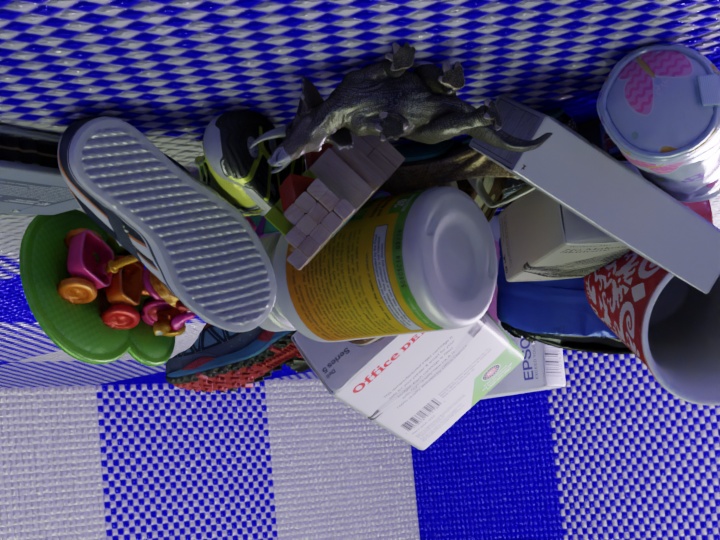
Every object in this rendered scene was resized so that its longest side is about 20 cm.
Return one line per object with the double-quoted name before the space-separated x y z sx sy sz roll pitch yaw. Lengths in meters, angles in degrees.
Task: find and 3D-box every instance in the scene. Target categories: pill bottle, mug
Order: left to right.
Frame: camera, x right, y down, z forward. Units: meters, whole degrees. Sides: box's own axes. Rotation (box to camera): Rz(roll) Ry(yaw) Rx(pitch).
"pill bottle" 0.000 0.000 1.200 0.200 0.111 0.111 -8 172 39
"mug" 0.284 0.006 1.299 0.133 0.178 0.200 16 -172 -12

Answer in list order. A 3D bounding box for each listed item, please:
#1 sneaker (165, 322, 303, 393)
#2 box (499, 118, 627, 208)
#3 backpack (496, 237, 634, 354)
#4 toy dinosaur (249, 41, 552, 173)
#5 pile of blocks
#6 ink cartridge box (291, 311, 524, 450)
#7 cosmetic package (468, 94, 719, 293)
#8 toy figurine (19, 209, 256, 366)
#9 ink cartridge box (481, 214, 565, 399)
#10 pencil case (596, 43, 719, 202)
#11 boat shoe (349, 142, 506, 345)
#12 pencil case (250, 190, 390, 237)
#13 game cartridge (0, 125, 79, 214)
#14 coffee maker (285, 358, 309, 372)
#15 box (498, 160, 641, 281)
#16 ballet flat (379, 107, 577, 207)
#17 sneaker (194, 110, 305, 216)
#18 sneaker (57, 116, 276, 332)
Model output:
"sneaker" -0.108 0.055 1.463 0.200 0.096 0.079 -25 153 20
"box" 0.197 -0.091 1.307 0.136 0.038 0.200 1 169 -41
"backpack" 0.235 -0.002 1.483 0.200 0.168 0.163 -2 -178 -10
"toy dinosaur" 0.033 -0.112 1.002 0.200 0.077 0.102 -7 -175 -23
"pile of blocks" -0.030 -0.060 1.093 0.082 0.062 0.200 -47 -179 24
"ink cartridge box" 0.049 0.074 1.422 0.145 0.084 0.200 -42 146 6
"cosmetic package" 0.183 -0.057 1.111 0.200 0.051 0.083 29 -172 -26
"toy figurine" -0.167 -0.003 1.319 0.184 0.150 0.200 -21 139 29
"ink cartridge box" 0.133 0.044 1.650 0.043 0.197 0.200 5 166 -45
"pencil case" 0.234 -0.103 1.082 0.091 0.083 0.200 6 176 22
"boat shoe" 0.059 -0.015 1.285 0.202 0.075 0.075 -51 151 15
"pencil case" -0.060 -0.034 1.372 0.200 0.085 0.092 -11 -170 33
"game cartridge" -0.276 -0.074 1.125 0.133 0.041 0.200 -15 168 34
"coffee maker" 0.011 0.032 1.565 0.200 0.135 0.192 -20 -157 17
"box" 0.182 -0.039 1.281 0.082 0.069 0.200 -4 172 -8
"ballet flat" 0.082 -0.078 1.191 0.200 0.065 0.070 -9 -165 33
"sneaker" -0.092 -0.071 1.133 0.076 0.076 0.200 -7 170 9
"sneaker" -0.142 -0.038 1.088 0.078 0.200 0.079 -46 -154 -13
